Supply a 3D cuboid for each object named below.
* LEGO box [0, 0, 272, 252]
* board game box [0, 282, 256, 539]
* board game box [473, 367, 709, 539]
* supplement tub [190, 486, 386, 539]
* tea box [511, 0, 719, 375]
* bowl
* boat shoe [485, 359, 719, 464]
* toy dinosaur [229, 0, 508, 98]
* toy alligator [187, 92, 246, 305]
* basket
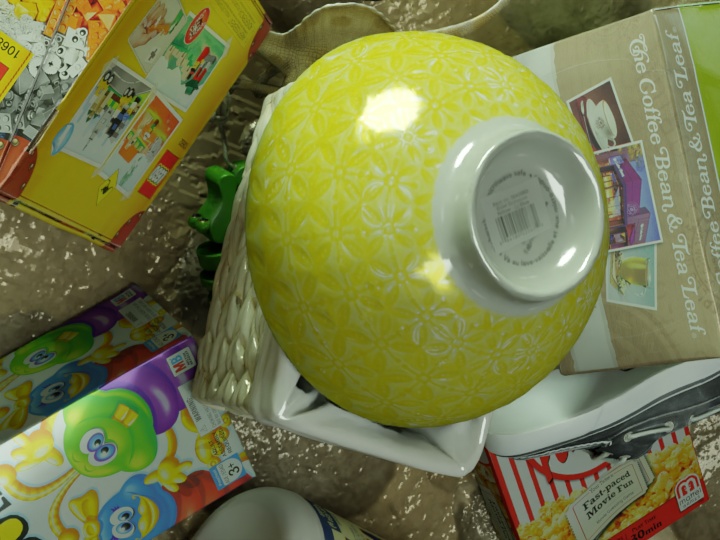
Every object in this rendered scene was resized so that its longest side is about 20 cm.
[{"bbox_3d":[-0.127,-0.100,0.776,0.077,0.200,0.149,35,88,9],"label":"LEGO box"},{"bbox_3d":[-0.180,0.111,0.943,0.199,0.103,0.105,-30,117,-16],"label":"board game box"},{"bbox_3d":[0.148,0.110,1.144,0.151,0.046,0.201,-30,117,-16],"label":"board game box"},{"bbox_3d":[-0.013,0.238,1.046,0.199,0.145,0.146,31,91,-31],"label":"supplement tub"},{"bbox_3d":[0.212,-0.055,1.015,0.196,0.133,0.201,-11,90,-41],"label":"tea box"},{"bbox_3d":[0.054,-0.023,0.797,0.199,0.107,0.202,2,86,-31],"label":"bowl"},{"bbox_3d":[0.167,0.095,1.085,0.199,0.072,0.068,-19,112,-29],"label":"boat shoe"},{"bbox_3d":[-0.004,-0.122,0.955,0.199,0.059,0.101,-2,149,-17],"label":"toy dinosaur"},{"bbox_3d":[-0.076,-0.018,0.980,0.054,0.059,0.201,-27,117,-17],"label":"toy alligator"},{"bbox_3d":[0.000,0.000,0.898,0.135,0.123,0.201,19,77,-29],"label":"basket"}]
